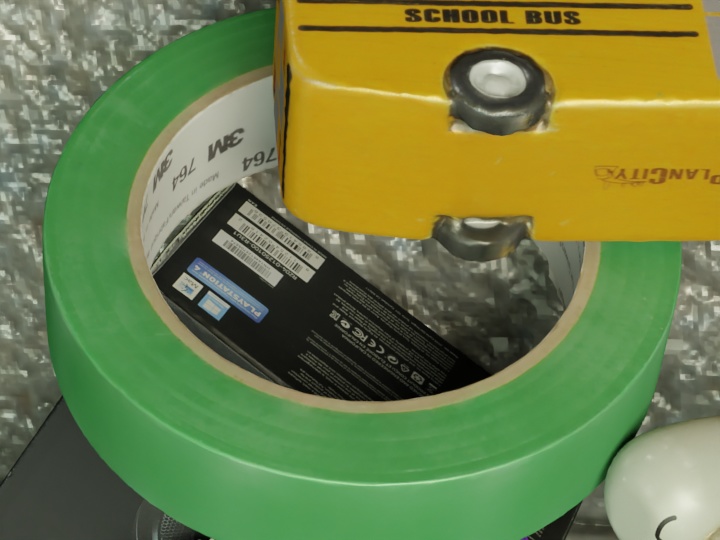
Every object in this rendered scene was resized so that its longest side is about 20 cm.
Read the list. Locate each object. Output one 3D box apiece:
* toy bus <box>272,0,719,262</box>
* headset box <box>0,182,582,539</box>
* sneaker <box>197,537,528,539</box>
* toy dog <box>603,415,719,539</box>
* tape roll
[{"bbox_3d":[0.075,-0.052,0.773,0.199,0.078,0.065,-1,137,-5],"label":"toy bus"},{"bbox_3d":[-0.044,0.102,0.924,0.174,0.093,0.200,38,121,-1],"label":"headset box"},{"bbox_3d":[-0.020,0.137,0.836,0.200,0.070,0.100,-25,106,29],"label":"sneaker"},{"bbox_3d":[0.185,0.068,0.778,0.200,0.096,0.132,-30,136,-6],"label":"toy dog"},{"bbox_3d":[0.000,0.000,0.795,0.200,0.201,0.048,19,140,10],"label":"tape roll"}]
